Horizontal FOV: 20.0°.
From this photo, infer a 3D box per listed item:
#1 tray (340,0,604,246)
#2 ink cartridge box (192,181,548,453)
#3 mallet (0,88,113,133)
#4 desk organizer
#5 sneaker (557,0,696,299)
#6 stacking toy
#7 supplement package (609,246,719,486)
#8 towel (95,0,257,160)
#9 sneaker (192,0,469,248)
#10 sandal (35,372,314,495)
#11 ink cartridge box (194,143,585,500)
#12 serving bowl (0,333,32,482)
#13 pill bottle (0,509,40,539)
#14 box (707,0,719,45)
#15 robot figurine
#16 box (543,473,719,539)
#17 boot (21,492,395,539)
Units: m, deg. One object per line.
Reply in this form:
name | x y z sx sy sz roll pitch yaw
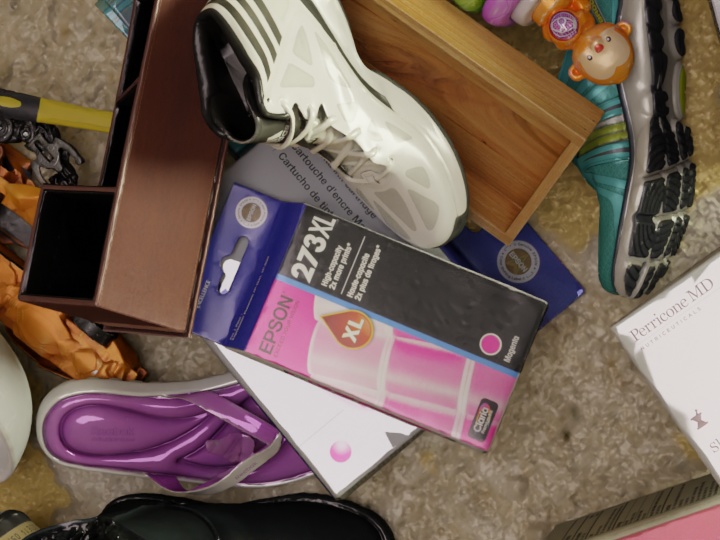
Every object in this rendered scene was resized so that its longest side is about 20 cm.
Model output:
tray | 0.033 -0.111 1.186 0.200 0.037 0.099 36 135 3
ink cartridge box | 0.000 0.026 1.183 0.200 0.037 0.095 22 83 4
mallet | -0.189 -0.086 1.237 0.199 0.041 0.066 3 83 -6
desk organizer | -0.128 -0.068 1.168 0.072 0.077 0.201 4 79 39
sneaker | 0.151 -0.082 1.208 0.079 0.077 0.201 -4 86 31
stacking toy | 0.082 -0.180 1.168 0.116 0.110 0.200 -43 79 2
supplement package | 0.256 0.015 1.134 0.200 0.156 0.111 -37 84 11
towel | -0.052 -0.185 1.265 0.200 0.022 0.147 -44 83 10
sneaker | -0.027 -0.074 1.140 0.076 0.115 0.201 -27 105 43
sandal | -0.097 0.106 1.247 0.202 0.050 0.083 -2 116 -2
ink cartridge box | 0.000 0.000 1.223 0.200 0.043 0.196 -40 83 -4
serving bowl | -0.280 0.046 1.256 0.200 0.200 0.066 27 60 10
pill bottle | -0.184 0.253 1.261 0.200 0.112 0.112 43 100 8
box | 0.214 -0.168 1.136 0.048 0.158 0.201 -15 89 10
robot figurine | -0.201 -0.012 1.284 0.200 0.058 0.145 38 99 8
box | 0.212 0.175 1.163 0.200 0.128 0.109 -21 88 13
boot | -0.091 0.178 1.209 0.200 0.168 0.077 5 94 12
